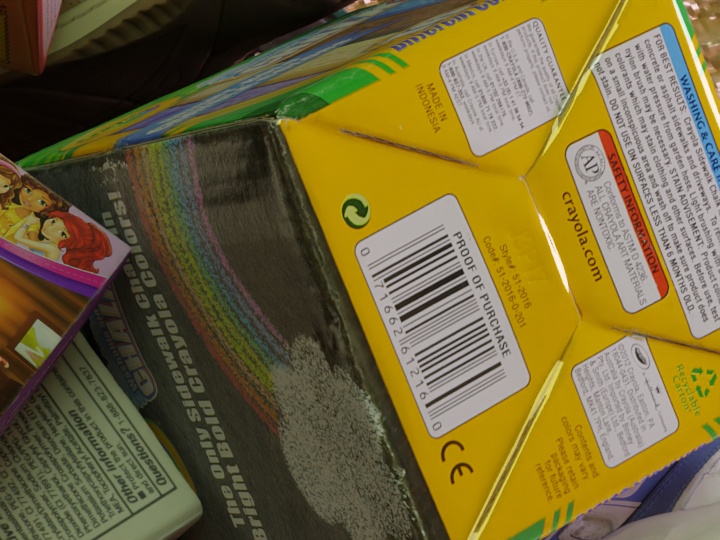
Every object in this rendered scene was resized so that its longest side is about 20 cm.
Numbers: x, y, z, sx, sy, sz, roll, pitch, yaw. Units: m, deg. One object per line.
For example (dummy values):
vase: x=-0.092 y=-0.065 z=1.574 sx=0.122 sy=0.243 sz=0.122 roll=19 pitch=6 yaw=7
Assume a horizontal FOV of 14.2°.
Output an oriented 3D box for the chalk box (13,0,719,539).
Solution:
chalk box: x=0.000 y=0.000 z=0.771 sx=0.124 sy=0.200 sz=0.125 roll=-27 pitch=101 yaw=-27

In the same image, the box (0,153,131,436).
box: x=-0.169 y=-0.016 z=0.687 sx=0.200 sy=0.039 sz=0.137 roll=35 pitch=41 yaw=-2

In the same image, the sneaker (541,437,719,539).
sneaker: x=0.037 y=0.094 z=0.792 sx=0.200 sy=0.075 sz=0.088 roll=-18 pitch=43 yaw=-16

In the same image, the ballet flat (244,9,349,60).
ballet flat: x=-0.028 y=-0.066 z=0.894 sx=0.064 sy=0.067 sz=0.200 roll=-48 pitch=67 yaw=3

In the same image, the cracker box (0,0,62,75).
cracker box: x=-0.131 y=-0.161 z=0.808 sx=0.134 sy=0.058 sz=0.200 roll=12 pitch=62 yaw=1

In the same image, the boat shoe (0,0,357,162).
boat shoe: x=-0.065 y=-0.088 z=0.845 sx=0.200 sy=0.071 sz=0.065 roll=-24 pitch=68 yaw=28

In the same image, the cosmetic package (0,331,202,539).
cosmetic package: x=-0.150 y=0.078 z=0.719 sx=0.200 sy=0.087 sz=0.103 roll=-29 pitch=81 yaw=-47
